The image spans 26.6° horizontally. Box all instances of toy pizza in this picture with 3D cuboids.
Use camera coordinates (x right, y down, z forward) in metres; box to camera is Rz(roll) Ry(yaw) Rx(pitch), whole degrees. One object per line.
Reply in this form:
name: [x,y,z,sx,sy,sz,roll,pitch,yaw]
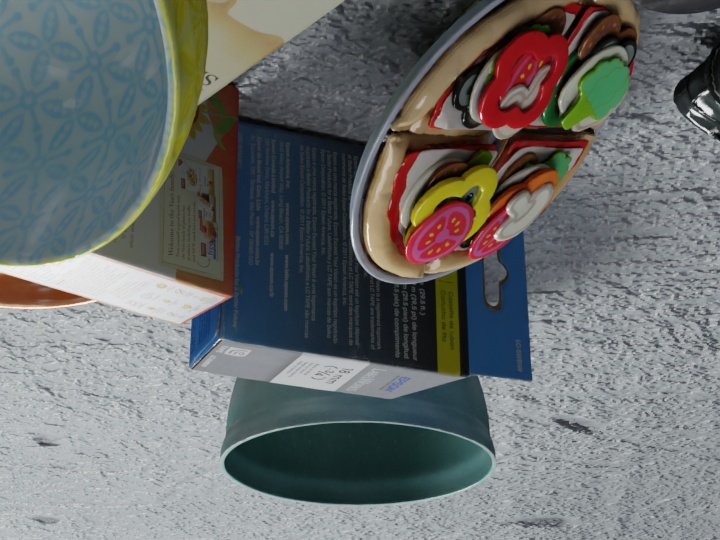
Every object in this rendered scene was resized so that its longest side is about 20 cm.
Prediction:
toy pizza: [0.077,-0.067,0.785,0.200,0.032,0.201,-34,149,-23]

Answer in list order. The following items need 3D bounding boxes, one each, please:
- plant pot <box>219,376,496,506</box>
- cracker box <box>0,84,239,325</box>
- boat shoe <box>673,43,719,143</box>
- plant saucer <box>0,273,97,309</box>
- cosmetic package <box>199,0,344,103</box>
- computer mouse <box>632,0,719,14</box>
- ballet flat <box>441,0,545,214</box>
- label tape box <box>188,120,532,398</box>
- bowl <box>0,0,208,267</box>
plant pot: [-0.002,0.082,1.124,0.199,0.135,0.201,0,155,0]
cracker box: [-0.160,-0.063,0.810,0.199,0.135,0.058,20,148,-36]
boat shoe: [0.257,-0.072,0.866,0.199,0.075,0.066,18,152,-33]
plant saucer: [-0.232,-0.029,0.999,0.199,0.038,0.200,-1,155,0]
cosmetic package: [-0.100,-0.131,0.705,0.105,0.071,0.200,25,138,-37]
computer mouse: [0.146,-0.194,0.639,0.140,0.046,0.200,-11,142,31]
ballet flat: [0.060,-0.085,0.852,0.074,0.075,0.200,-6,151,12]
label tape box: [0.000,0.000,0.934,0.199,0.145,0.063,10,153,-21]
bowl: [-0.135,-0.113,0.594,0.199,0.108,0.201,11,123,18]
